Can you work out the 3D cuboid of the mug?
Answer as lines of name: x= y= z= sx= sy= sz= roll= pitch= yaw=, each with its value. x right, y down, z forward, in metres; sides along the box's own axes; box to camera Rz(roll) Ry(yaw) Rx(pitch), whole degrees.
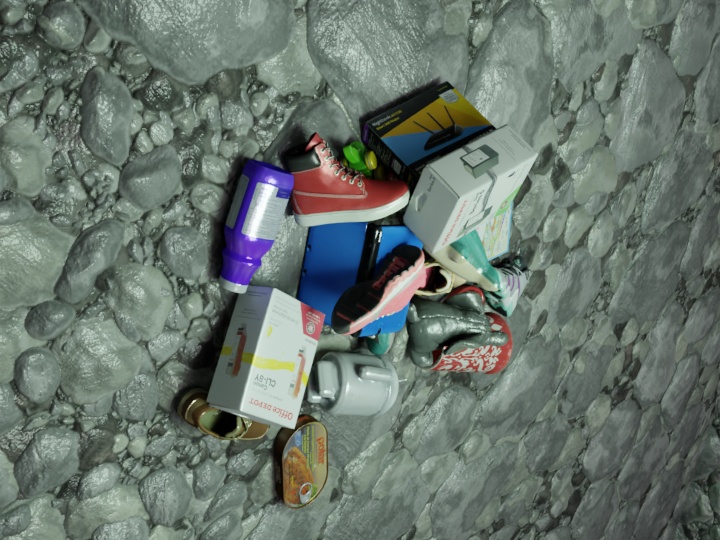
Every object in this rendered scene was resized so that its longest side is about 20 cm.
mug: x=0.200 y=0.135 z=1.716 sx=0.197 sy=0.180 sz=0.133 roll=3 pitch=146 yaw=-40

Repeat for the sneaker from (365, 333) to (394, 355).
sneaker: x=0.017 y=0.068 z=1.519 sx=0.079 sy=0.071 sz=0.204 roll=-14 pitch=113 yaw=-37

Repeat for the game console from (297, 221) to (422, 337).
game console: x=0.000 y=0.000 z=1.416 sx=0.168 sy=0.118 sz=0.204 roll=-3 pitch=115 yaw=-38

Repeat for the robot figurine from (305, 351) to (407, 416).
robot figurine: x=-0.010 y=0.213 z=1.521 sx=0.197 sy=0.169 sz=0.115 roll=9 pitch=67 yaw=-33

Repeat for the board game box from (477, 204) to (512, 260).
board game box: x=0.258 y=-0.113 z=1.675 sx=0.133 sy=0.034 sz=0.203 roll=-23 pitch=126 yaw=-34

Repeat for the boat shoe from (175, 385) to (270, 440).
boat shoe: x=-0.226 y=0.259 z=1.379 sx=0.199 sy=0.073 sz=0.077 roll=28 pitch=92 yaw=-48

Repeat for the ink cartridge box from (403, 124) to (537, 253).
ink cartridge box: x=0.181 y=-0.136 z=1.348 sx=0.198 sy=0.084 sz=0.146 roll=-30 pitch=156 yaw=-32

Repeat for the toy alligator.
toy alligator: x=0.015 y=-0.164 z=1.404 sx=0.200 sy=0.058 sz=0.055 roll=52 pitch=32 yaw=-50

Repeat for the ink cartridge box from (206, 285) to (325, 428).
ink cartridge box: x=-0.152 y=0.144 z=1.337 sx=0.145 sy=0.082 sz=0.204 roll=32 pitch=69 yaw=-49

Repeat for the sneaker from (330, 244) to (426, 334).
sneaker: x=0.040 y=0.051 z=1.343 sx=0.199 sy=0.073 sz=0.088 roll=-40 pitch=133 yaw=-16

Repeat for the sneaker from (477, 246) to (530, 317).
sneaker: x=0.322 y=0.002 z=1.770 sx=0.141 sy=0.077 sz=0.200 roll=-56 pitch=155 yaw=-11

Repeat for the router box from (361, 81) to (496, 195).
router box: x=0.122 y=-0.228 z=1.394 sx=0.198 sy=0.149 sz=0.051 roll=-31 pitch=157 yaw=-29

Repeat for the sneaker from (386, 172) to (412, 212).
sneaker: x=0.111 y=-0.187 z=1.452 sx=0.085 sy=0.074 sz=0.200 roll=60 pitch=40 yaw=-17

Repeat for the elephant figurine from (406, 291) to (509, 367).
elephant figurine: x=0.187 y=0.103 z=1.533 sx=0.196 sy=0.155 sz=0.144 roll=-3 pitch=108 yaw=6

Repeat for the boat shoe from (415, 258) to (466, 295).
boat shoe: x=0.141 y=0.016 z=1.518 sx=0.197 sy=0.069 sz=0.075 roll=-5 pitch=110 yaw=-39

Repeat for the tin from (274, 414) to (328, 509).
tin: x=-0.114 y=0.371 z=1.577 sx=0.111 sy=0.042 sz=0.204 roll=-18 pitch=123 yaw=-32

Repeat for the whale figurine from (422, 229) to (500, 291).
whale figurine: x=0.183 y=-0.049 z=1.465 sx=0.199 sy=0.159 sz=0.104 roll=39 pitch=96 yaw=-5

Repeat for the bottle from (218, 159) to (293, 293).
bottle: x=-0.169 y=-0.066 z=1.263 sx=0.083 sy=0.065 sz=0.203 roll=8 pitch=106 yaw=-45

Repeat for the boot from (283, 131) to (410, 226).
boot: x=-0.020 y=-0.156 z=1.302 sx=0.196 sy=0.073 sz=0.147 roll=-8 pitch=120 yaw=0
